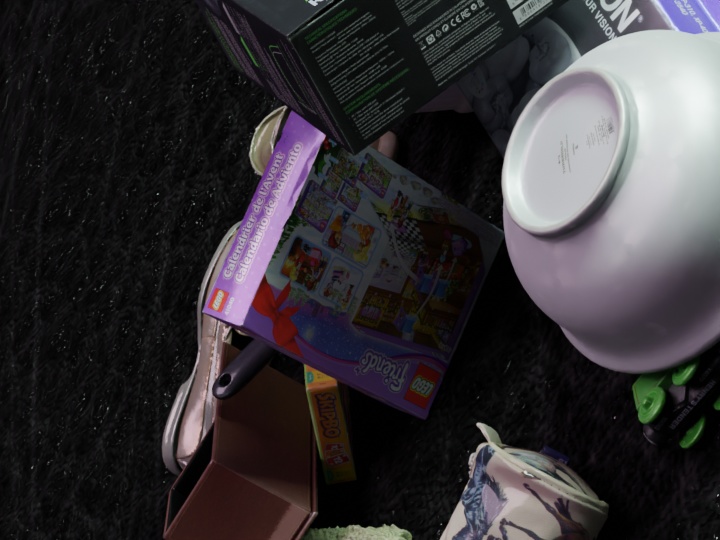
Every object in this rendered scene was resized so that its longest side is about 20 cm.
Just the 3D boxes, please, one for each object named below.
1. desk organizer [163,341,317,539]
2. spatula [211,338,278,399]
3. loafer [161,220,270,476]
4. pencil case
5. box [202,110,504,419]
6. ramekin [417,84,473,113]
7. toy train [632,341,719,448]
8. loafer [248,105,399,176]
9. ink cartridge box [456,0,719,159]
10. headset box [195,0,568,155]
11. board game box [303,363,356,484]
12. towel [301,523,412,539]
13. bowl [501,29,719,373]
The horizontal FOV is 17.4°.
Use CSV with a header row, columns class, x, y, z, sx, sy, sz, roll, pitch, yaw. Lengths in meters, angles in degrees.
class,x,y,z,sx,sy,sz,roll,pitch,yaw
desk organizer,-0.079,0.129,1.583,0.072,0.077,0.200,-57,12,17
spatula,-0.024,0.018,1.560,0.200,0.021,0.056,-40,46,-17
loafer,-0.088,0.063,1.748,0.063,0.072,0.201,10,82,45
pencil case,0.060,0.191,1.338,0.089,0.078,0.200,37,101,38
box,0.000,0.000,1.485,0.039,0.200,0.137,19,82,41
ramekin,0.019,-0.201,1.622,0.202,0.094,0.203,166,90,-82
toy train,0.216,0.015,1.262,0.200,0.042,0.056,-51,19,24
loafer,-0.039,-0.100,1.787,0.200,0.068,0.076,11,76,63
ink cartridge box,0.163,-0.118,1.391,0.200,0.043,0.198,-48,54,27
headset box,0.004,-0.182,1.424,0.174,0.093,0.200,-35,32,-9
board game box,-0.026,0.042,1.625,0.200,0.030,0.096,-100,0,-47
towel,-0.042,0.235,1.533,0.200,0.036,0.149,-13,55,57
bowl,0.140,-0.051,1.277,0.201,0.090,0.202,-30,50,43
